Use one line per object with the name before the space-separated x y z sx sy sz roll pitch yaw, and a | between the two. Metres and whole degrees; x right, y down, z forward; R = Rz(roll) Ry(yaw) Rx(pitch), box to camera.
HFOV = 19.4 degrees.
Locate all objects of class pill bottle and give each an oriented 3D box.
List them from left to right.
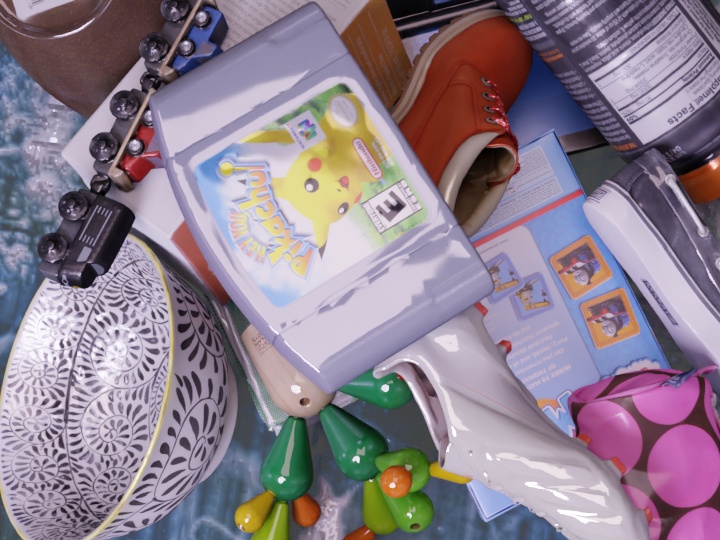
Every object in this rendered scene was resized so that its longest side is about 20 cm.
pill bottle | 0.177 -0.137 1.325 0.106 0.106 0.200 -42 105 -6

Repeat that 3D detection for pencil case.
pencil case | 0.190 0.160 1.276 0.093 0.091 0.202 -11 91 -20

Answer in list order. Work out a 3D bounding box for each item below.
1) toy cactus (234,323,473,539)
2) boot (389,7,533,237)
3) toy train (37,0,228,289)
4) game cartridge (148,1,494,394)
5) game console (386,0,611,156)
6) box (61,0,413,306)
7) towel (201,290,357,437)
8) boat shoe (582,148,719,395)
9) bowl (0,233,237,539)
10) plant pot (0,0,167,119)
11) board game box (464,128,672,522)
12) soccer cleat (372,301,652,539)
toy cactus | -0.020 0.100 1.300 0.165 0.102 0.200 51 121 12
boot | 0.070 -0.087 1.297 0.107 0.075 0.200 5 47 42
toy train | -0.127 -0.079 1.232 0.045 0.034 0.201 22 76 15
game cartridge | -0.030 -0.039 1.198 0.133 0.040 0.201 -32 81 -8
game console | 0.107 -0.173 1.376 0.198 0.177 0.117 -14 46 1
box | -0.072 -0.099 1.312 0.097 0.124 0.200 37 81 22
towel | 0.000 0.000 1.366 0.199 0.031 0.150 -26 88 -1
boat shoe | 0.220 0.014 1.310 0.068 0.072 0.201 -39 99 -7
bowl | -0.138 0.083 1.322 0.094 0.200 0.203 16 72 -36
plant pot | -0.165 -0.184 1.333 0.185 0.200 0.189 0 92 12
board game box | 0.100 0.035 1.337 0.150 0.037 0.201 -26 87 -3
soccer cleat | 0.088 0.107 1.220 0.077 0.069 0.200 -38 85 -23
